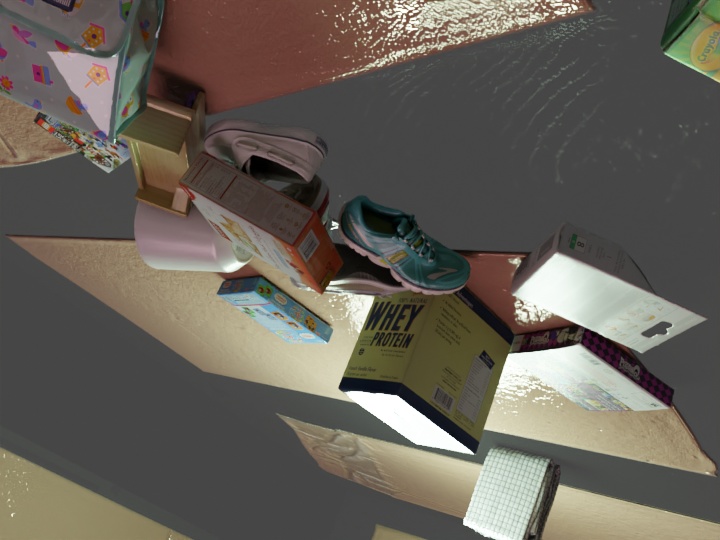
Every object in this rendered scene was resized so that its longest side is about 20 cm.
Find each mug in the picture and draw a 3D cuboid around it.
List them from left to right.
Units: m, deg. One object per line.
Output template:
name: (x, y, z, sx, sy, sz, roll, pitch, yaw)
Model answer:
mug: (-0.225, -0.075, 1.269, 0.150, 0.187, 0.152, 11, 127, 23)

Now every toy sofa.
toy sofa: (-0.256, -0.162, 1.116, 0.081, 0.100, 0.201, 18, 159, -1)

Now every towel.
towel: (0.341, 0.506, 1.868, 0.163, 0.203, 0.086, 6, 154, 40)

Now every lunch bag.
lunch bag: (-0.304, -0.264, 0.895, 0.167, 0.123, 0.202, 24, 132, -1)

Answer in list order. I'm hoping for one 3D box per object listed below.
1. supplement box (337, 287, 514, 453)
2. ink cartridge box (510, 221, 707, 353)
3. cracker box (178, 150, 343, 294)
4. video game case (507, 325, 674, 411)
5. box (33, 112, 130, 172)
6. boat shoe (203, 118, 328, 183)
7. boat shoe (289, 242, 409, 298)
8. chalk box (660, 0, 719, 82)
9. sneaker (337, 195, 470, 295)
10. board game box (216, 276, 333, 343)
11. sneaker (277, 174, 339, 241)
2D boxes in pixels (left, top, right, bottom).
supplement box: (0.105, 0.137, 1.280, 0.133, 0.203, 0.199, -2, 147, 48)
ink cartridge box: (0.302, 0.025, 1.039, 0.196, 0.051, 0.161, 22, 158, -3)
cracker box: (-0.127, -0.061, 1.085, 0.198, 0.058, 0.134, 30, 164, 26)
video game case: (0.346, 0.155, 1.291, 0.198, 0.036, 0.180, 33, 157, -19)
box: (-0.385, -0.215, 1.222, 0.136, 0.038, 0.198, 35, 156, -24)
boat shoe: (-0.134, -0.147, 1.075, 0.197, 0.066, 0.074, 6, 153, 38)
boat shoe: (-0.001, 0.002, 1.185, 0.197, 0.076, 0.065, -2, 158, -23)
chalk box: (0.264, -0.184, 0.495, 0.197, 0.126, 0.124, 26, 158, -2)
sneaker: (0.060, -0.033, 1.123, 0.197, 0.079, 0.080, 27, 150, -5)
board game box: (-0.169, 0.082, 1.670, 0.199, 0.037, 0.150, 39, 154, -30)
sneaker: (-0.061, -0.068, 1.168, 0.112, 0.072, 0.199, 36, 163, -18)
